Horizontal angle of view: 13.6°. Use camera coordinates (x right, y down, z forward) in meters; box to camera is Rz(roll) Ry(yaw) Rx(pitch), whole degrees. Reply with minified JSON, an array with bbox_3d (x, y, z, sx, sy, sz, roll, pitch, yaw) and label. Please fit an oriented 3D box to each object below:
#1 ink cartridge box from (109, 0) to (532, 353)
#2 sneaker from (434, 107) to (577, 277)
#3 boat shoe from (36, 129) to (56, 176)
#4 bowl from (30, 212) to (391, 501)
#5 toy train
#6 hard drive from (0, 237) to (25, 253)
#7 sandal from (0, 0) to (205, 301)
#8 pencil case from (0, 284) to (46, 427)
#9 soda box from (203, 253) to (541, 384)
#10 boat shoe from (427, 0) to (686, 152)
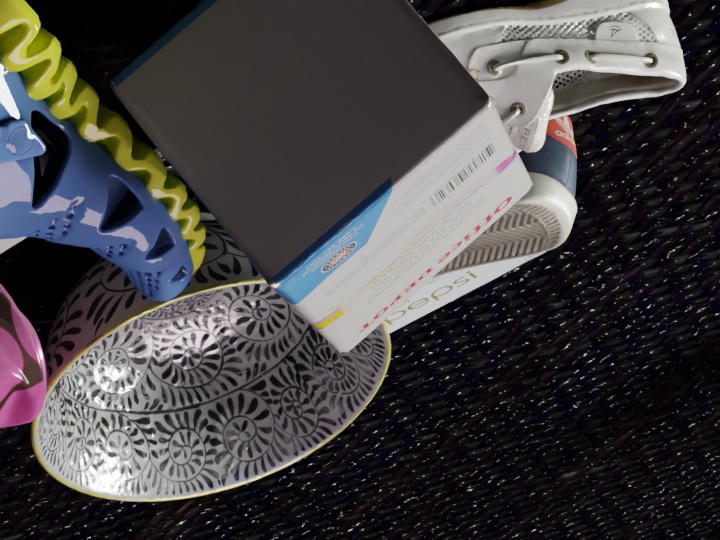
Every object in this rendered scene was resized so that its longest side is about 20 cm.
[{"bbox_3d":[-0.012,-0.058,1.410,0.128,0.125,0.200,-40,166,-1],"label":"ink cartridge box"},{"bbox_3d":[0.033,-0.046,1.647,0.199,0.085,0.075,-8,145,30],"label":"sneaker"},{"bbox_3d":[-0.150,-0.051,1.427,0.071,0.063,0.200,4,172,29],"label":"boat shoe"},{"bbox_3d":[-0.091,0.031,1.634,0.200,0.095,0.201,-14,147,-9],"label":"bowl"},{"bbox_3d":[-0.084,-0.095,1.434,0.046,0.034,0.200,-21,161,-16],"label":"toy train"},{"bbox_3d":[-0.248,-0.025,1.445,0.132,0.025,0.200,-30,159,19],"label":"hard drive"},{"bbox_3d":[-0.145,-0.046,1.320,0.087,0.079,0.200,-51,128,-11],"label":"sandal"},{"bbox_3d":[-0.249,0.086,1.501,0.200,0.091,0.094,-32,140,-20],"label":"pencil case"},{"bbox_3d":[0.000,0.000,1.726,0.199,0.064,0.068,-28,159,12],"label":"soda box"},{"bbox_3d":[0.078,-0.094,1.558,0.199,0.070,0.071,-17,161,-14],"label":"boat shoe"}]
